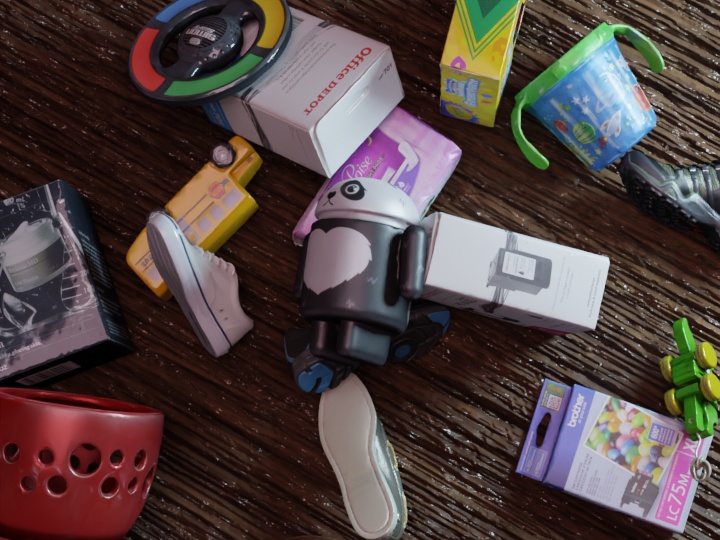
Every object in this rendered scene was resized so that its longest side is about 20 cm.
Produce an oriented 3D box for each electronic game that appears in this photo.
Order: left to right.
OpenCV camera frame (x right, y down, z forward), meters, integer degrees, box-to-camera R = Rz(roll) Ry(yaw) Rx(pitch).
[{"bbox_3d":[-0.172,-0.260,1.577,0.197,0.042,0.202,-11,48,12],"label":"electronic game"}]

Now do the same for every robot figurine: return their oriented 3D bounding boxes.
[{"bbox_3d":[-0.002,0.000,1.506,0.148,0.125,0.203,8,79,5],"label":"robot figurine"}]

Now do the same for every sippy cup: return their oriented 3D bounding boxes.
[{"bbox_3d":[0.268,-0.192,1.598,0.177,0.140,0.131,-38,90,23],"label":"sippy cup"}]

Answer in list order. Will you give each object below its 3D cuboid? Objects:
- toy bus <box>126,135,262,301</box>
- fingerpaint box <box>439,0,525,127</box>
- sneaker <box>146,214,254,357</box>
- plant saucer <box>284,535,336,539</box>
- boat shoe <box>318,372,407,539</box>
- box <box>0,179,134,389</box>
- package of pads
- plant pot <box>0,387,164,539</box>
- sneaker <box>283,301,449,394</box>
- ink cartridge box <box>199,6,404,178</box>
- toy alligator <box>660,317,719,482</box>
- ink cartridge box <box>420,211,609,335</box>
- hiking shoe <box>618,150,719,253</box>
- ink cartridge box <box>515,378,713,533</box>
[{"bbox_3d":[-0.189,-0.064,1.637,0.078,0.065,0.200,44,86,9],"label":"toy bus"},{"bbox_3d":[0.144,-0.273,1.577,0.072,0.200,0.169,14,82,6],"label":"fingerpaint box"},{"bbox_3d":[-0.182,0.006,1.584,0.071,0.201,0.073,-38,42,-19],"label":"sneaker"},{"bbox_3d":[-0.059,0.404,1.569,0.197,0.037,0.203,-1,82,4],"label":"plant saucer"},{"bbox_3d":[0.004,0.214,1.578,0.071,0.060,0.204,-24,61,14],"label":"boat shoe"},{"bbox_3d":[-0.393,0.029,1.610,0.198,0.124,0.199,-20,78,1],"label":"box"},{"bbox_3d":[0.018,-0.087,1.620,0.120,0.076,0.201,33,85,5],"label":"package of pads"},{"bbox_3d":[-0.329,0.231,1.536,0.198,0.200,0.185,10,87,6],"label":"plant pot"},{"bbox_3d":[0.006,0.068,1.597,0.198,0.074,0.082,-18,45,-14],"label":"sneaker"},{"bbox_3d":[-0.073,-0.212,1.586,0.199,0.086,0.147,28,65,32],"label":"ink cartridge box"},{"bbox_3d":[0.380,0.150,1.551,0.059,0.054,0.202,-28,49,36],"label":"toy alligator"},{"bbox_3d":[0.156,0.006,1.541,0.197,0.145,0.084,15,83,-6],"label":"ink cartridge box"},{"bbox_3d":[0.394,-0.095,1.603,0.199,0.076,0.101,31,76,-1],"label":"hiking shoe"},{"bbox_3d":[0.287,0.208,1.574,0.198,0.042,0.121,19,83,9],"label":"ink cartridge box"}]
